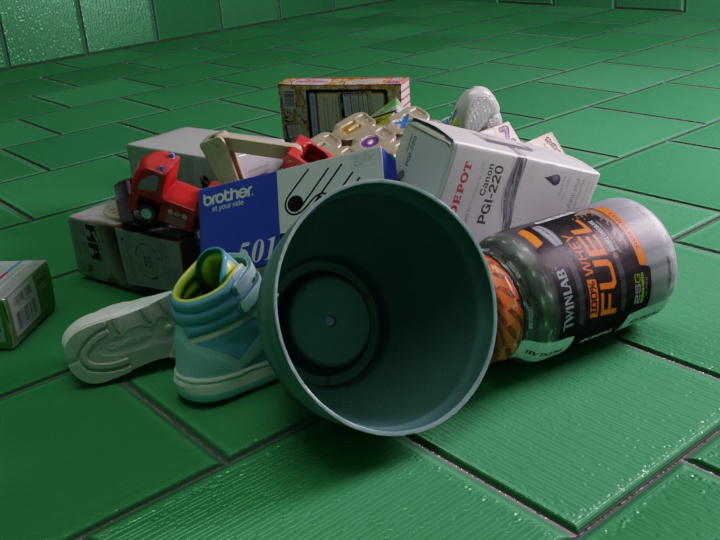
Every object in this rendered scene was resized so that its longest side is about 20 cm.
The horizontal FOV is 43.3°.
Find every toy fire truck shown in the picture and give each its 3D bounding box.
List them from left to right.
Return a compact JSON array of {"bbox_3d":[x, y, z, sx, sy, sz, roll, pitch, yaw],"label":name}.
[{"bbox_3d":[-0.141,-0.094,0.955,0.199,0.142,0.049,21,35,0],"label":"toy fire truck"}]

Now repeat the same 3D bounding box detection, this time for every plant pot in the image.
[{"bbox_3d":[-0.005,0.037,0.765,0.199,0.202,0.134,-18,0,-29],"label":"plant pot"}]

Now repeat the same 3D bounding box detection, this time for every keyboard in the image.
[{"bbox_3d":[-0.233,-0.094,1.104,0.126,0.021,0.200,-9,22,-15],"label":"keyboard"}]

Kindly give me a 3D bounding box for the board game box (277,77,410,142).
[{"bbox_3d":[-0.022,-0.215,1.386,0.198,0.153,0.046,5,24,19],"label":"board game box"}]

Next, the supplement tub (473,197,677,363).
[{"bbox_3d":[0.183,0.011,0.843,0.199,0.123,0.122,-17,26,-26],"label":"supplement tub"}]

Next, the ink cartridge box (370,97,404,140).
[{"bbox_3d":[0.018,-0.134,1.198,0.145,0.084,0.200,-35,19,12],"label":"ink cartridge box"}]

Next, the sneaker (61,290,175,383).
[{"bbox_3d":[-0.194,0.049,0.900,0.198,0.077,0.080,-11,14,-17],"label":"sneaker"}]

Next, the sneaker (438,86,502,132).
[{"bbox_3d":[0.123,-0.176,1.168,0.075,0.201,0.105,-29,58,-16],"label":"sneaker"}]

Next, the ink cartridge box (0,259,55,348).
[{"bbox_3d":[-0.450,0.036,0.989,0.198,0.060,0.104,-1,23,8],"label":"ink cartridge box"}]

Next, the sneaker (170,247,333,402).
[{"bbox_3d":[-0.087,0.029,0.842,0.199,0.132,0.079,-22,27,-37],"label":"sneaker"}]

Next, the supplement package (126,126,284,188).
[{"bbox_3d":[-0.207,-0.121,1.244,0.199,0.118,0.117,13,29,35],"label":"supplement package"}]

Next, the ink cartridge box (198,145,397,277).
[{"bbox_3d":[-0.061,-0.049,0.877,0.198,0.095,0.044,-11,-16,20],"label":"ink cartridge box"}]

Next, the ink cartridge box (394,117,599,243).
[{"bbox_3d":[0.124,-0.059,0.912,0.199,0.147,0.085,7,20,-32],"label":"ink cartridge box"}]

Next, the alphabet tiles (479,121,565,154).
[{"bbox_3d":[0.200,-0.101,1.090,0.199,0.168,0.008,-25,-8,-41],"label":"alphabet tiles"}]

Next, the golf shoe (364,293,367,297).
[{"bbox_3d":[0.000,0.000,0.954,0.199,0.089,0.077,12,26,32],"label":"golf shoe"}]

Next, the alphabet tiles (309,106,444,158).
[{"bbox_3d":[0.018,-0.111,1.001,0.195,0.015,0.200,-33,47,-17],"label":"alphabet tiles"}]

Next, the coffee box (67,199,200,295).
[{"bbox_3d":[-0.236,-0.030,1.079,0.199,0.080,0.114,13,28,36],"label":"coffee box"}]

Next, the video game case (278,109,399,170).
[{"bbox_3d":[-0.056,-0.111,1.115,0.199,0.026,0.181,-8,41,50],"label":"video game case"}]
